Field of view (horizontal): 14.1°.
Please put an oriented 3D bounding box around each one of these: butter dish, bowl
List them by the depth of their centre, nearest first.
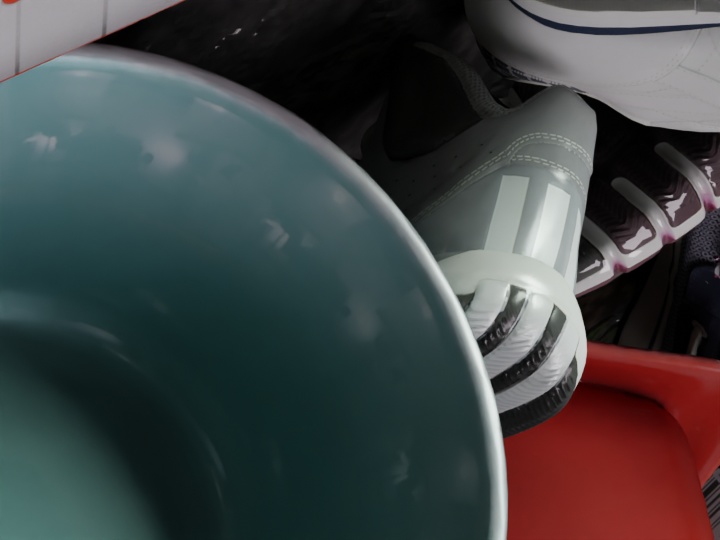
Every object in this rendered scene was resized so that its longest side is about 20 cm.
[{"bbox_3d":[-0.076,0.058,0.693,0.200,0.201,0.105,-25,173,-25],"label":"bowl"},{"bbox_3d":[0.031,0.126,0.938,0.199,0.148,0.200,10,132,-33],"label":"butter dish"}]

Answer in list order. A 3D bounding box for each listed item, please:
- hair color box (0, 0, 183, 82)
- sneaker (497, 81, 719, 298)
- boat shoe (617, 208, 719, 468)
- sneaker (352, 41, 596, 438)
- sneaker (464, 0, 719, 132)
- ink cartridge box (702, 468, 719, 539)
[{"bbox_3d":[-0.091,-0.081,0.551,0.199,0.061,0.102,-25,153,-22],"label":"hair color box"},{"bbox_3d":[0.111,-0.028,0.867,0.200,0.076,0.116,-37,139,0],"label":"sneaker"},{"bbox_3d":[0.147,0.009,0.989,0.074,0.093,0.200,-28,155,-18],"label":"boat shoe"},{"bbox_3d":[0.000,0.000,0.806,0.075,0.116,0.200,34,147,-28],"label":"sneaker"},{"bbox_3d":[0.127,-0.067,0.767,0.081,0.199,0.077,94,9,-63],"label":"sneaker"},{"bbox_3d":[0.121,0.163,1.098,0.176,0.200,0.045,-46,156,20],"label":"ink cartridge box"}]
